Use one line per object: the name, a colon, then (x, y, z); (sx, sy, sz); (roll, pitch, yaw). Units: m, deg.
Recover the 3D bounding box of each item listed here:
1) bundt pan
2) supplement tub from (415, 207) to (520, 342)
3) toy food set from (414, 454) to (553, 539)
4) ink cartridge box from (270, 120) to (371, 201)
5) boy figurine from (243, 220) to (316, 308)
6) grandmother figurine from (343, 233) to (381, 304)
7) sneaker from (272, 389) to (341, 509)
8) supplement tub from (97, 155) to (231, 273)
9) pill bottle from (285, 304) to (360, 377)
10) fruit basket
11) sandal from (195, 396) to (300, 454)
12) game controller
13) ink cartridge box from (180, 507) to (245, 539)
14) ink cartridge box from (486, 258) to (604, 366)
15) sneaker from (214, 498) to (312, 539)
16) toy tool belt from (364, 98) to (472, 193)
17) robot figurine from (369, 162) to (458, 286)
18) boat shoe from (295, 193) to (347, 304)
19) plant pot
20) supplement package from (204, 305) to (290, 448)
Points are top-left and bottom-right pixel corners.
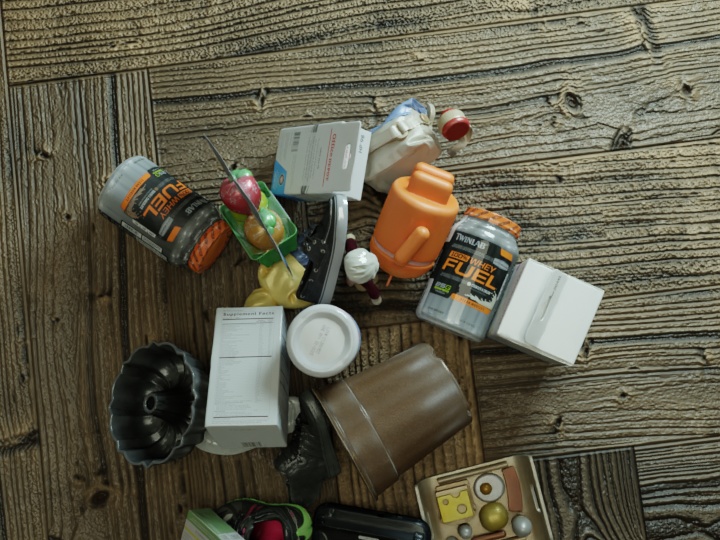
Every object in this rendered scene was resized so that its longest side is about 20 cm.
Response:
bundt pan: (-0.314, 0.217, 1.287); (0.202, 0.076, 0.202); (-9, 73, 33)
supplement tub: (0.180, 0.006, 1.296); (0.122, 0.123, 0.200); (22, 86, 3)
toy food set: (0.200, 0.396, 1.297); (0.200, 0.060, 0.144); (-14, 86, 0)
ink cartridge box: (-0.053, -0.173, 1.284); (0.200, 0.067, 0.116); (6, 85, 47)
boy figurine: (-0.117, 0.016, 1.332); (0.124, 0.064, 0.200); (40, 89, 8)
grandmother figurine: (0.000, 0.000, 1.262); (0.061, 0.200, 0.121); (-35, 85, -1)
sneaker: (-0.097, 0.297, 1.290); (0.104, 0.060, 0.200); (-21, 114, -11)
supplement tub: (-0.321, -0.089, 1.317); (0.200, 0.123, 0.123); (34, 87, 3)
pill bottle: (-0.053, 0.110, 1.255); (0.109, 0.200, 0.109); (0, 86, 1)
fruit basket: (-0.168, -0.103, 1.247); (0.094, 0.200, 0.185); (-30, 57, -11)
sandal: (-0.185, 0.257, 1.327); (0.202, 0.050, 0.083); (-10, 102, -1)
game controller: (0.015, 0.444, 1.297); (0.200, 0.042, 0.104); (6, 100, 15)
ink cartridge box: (-0.240, 0.500, 1.253); (0.145, 0.048, 0.200); (21, 98, 44)
ink cartridge box: (0.285, 0.069, 1.249); (0.125, 0.200, 0.129); (23, 87, 3)
sneaker: (-0.176, 0.412, 1.278); (0.200, 0.084, 0.077); (-13, 86, 27)
toy tool belt: (0.075, -0.228, 1.313); (0.200, 0.125, 0.123); (-34, 56, 21)
robot figurine: (0.084, -0.070, 1.277); (0.117, 0.144, 0.200); (-1, 126, -34)
boat shoe: (-0.065, -0.032, 1.245); (0.066, 0.070, 0.200); (6, 127, -11)
plant pot: (0.057, 0.227, 1.257); (0.198, 0.200, 0.200); (-29, 86, -8)
supplement package: (-0.173, 0.169, 1.263); (0.114, 0.110, 0.200); (-1, 60, 3)
